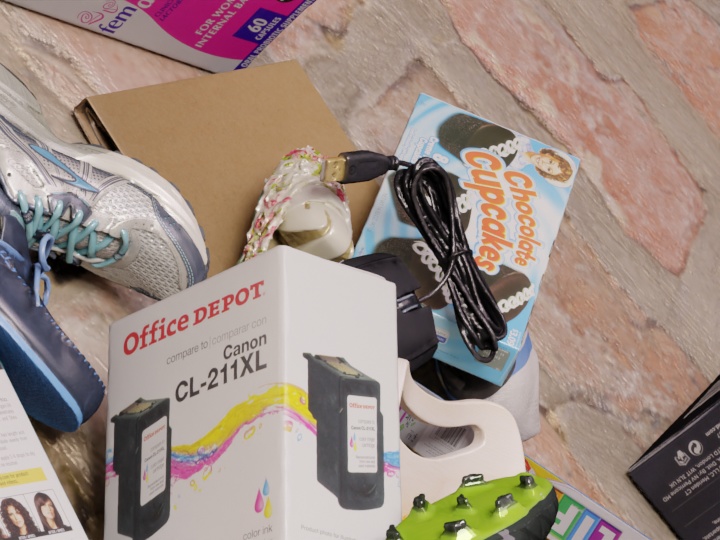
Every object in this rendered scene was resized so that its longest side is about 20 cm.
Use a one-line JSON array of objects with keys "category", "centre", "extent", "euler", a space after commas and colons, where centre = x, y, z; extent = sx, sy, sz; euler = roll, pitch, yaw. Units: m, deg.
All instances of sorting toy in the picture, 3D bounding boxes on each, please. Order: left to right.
[{"category": "sorting toy", "centre": [0.039, 0.146, 1.361], "extent": [0.200, 0.106, 0.181], "euler": [27, 65, -52]}]

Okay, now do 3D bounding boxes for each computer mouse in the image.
[{"category": "computer mouse", "centre": [0.000, 0.000, 1.441], "extent": [0.199, 0.046, 0.141], "euler": [-16, 82, -39]}]

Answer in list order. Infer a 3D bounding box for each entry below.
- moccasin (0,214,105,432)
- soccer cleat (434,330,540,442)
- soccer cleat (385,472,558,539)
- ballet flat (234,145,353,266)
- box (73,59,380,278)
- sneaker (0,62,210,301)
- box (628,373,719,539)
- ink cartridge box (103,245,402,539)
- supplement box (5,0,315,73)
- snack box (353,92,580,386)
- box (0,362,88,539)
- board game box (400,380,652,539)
[{"category": "moccasin", "centre": [-0.197, -0.007, 1.325], "extent": [0.200, 0.080, 0.068], "euler": [48, 58, -3]}, {"category": "soccer cleat", "centre": [0.072, 0.031, 1.656], "extent": [0.086, 0.070, 0.201], "euler": [55, 17, -42]}, {"category": "soccer cleat", "centre": [0.035, 0.163, 1.203], "extent": [0.200, 0.067, 0.081], "euler": [-39, 120, -47]}, {"category": "ballet flat", "centre": [-0.038, 0.005, 1.486], "extent": [0.076, 0.064, 0.201], "euler": [43, 50, -28]}, {"category": "box", "centre": [-0.066, -0.051, 1.581], "extent": [0.200, 0.021, 0.164], "euler": [-16, 69, -49]}, {"category": "sneaker", "centre": [-0.177, -0.033, 1.405], "extent": [0.199, 0.078, 0.086], "euler": [34, 36, -7]}, {"category": "box", "centre": [0.315, 0.152, 1.764], "extent": [0.200, 0.117, 0.197], "euler": [51, 32, 4]}, {"category": "ink cartridge box", "centre": [-0.056, 0.107, 1.282], "extent": [0.083, 0.145, 0.201], "euler": [19, 60, -39]}, {"category": "supplement box", "centre": [-0.133, -0.211, 1.609], "extent": [0.199, 0.101, 0.104], "euler": [16, 45, -40]}, {"category": "snack box", "centre": [0.062, -0.023, 1.604], "extent": [0.116, 0.037, 0.200], "euler": [23, 41, -1]}, {"category": "box", "centre": [-0.183, 0.127, 1.243], "extent": [0.082, 0.049, 0.201], "euler": [-4, 60, -52]}, {"category": "board game box", "centre": [0.092, 0.126, 1.528], "extent": [0.200, 0.034, 0.134], "euler": [34, -2, -22]}]
